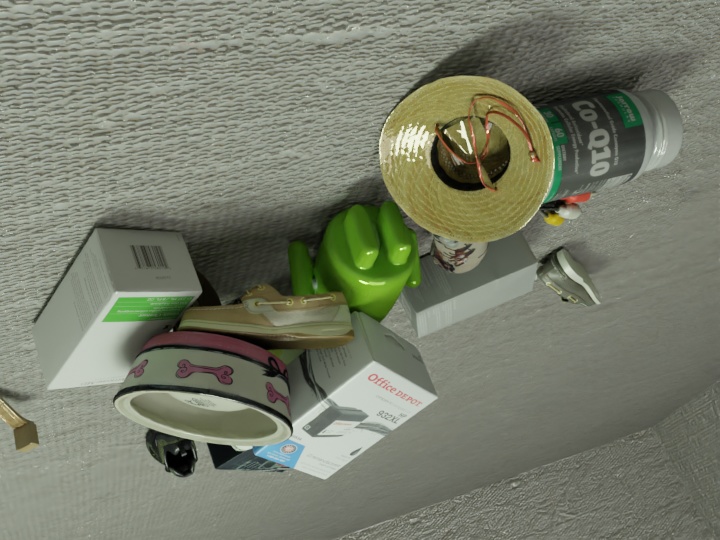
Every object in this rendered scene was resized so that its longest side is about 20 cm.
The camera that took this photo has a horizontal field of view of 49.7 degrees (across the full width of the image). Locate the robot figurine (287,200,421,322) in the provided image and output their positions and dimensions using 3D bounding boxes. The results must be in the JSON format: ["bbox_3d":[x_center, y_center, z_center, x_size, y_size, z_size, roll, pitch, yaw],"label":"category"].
[{"bbox_3d":[0.000,0.000,0.968,0.174,0.117,0.201,-10,151,-21],"label":"robot figurine"}]

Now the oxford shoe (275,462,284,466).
[{"bbox_3d":[-0.059,0.204,1.143,0.201,0.070,0.075,-60,138,-23],"label":"oxford shoe"}]

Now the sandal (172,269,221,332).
[{"bbox_3d":[-0.195,0.082,0.955,0.053,0.081,0.201,-4,134,21],"label":"sandal"}]

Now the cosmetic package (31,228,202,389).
[{"bbox_3d":[-0.274,0.045,0.863,0.107,0.085,0.200,-1,145,-44],"label":"cosmetic package"}]

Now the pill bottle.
[{"bbox_3d":[0.269,-0.150,0.915,0.198,0.114,0.113,-15,153,-18],"label":"pill bottle"}]

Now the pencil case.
[{"bbox_3d":[0.119,-0.066,0.988,0.088,0.079,0.200,-8,155,7],"label":"pencil case"}]

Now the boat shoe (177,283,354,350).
[{"bbox_3d":[-0.105,0.051,0.876,0.198,0.067,0.074,4,158,-23],"label":"boat shoe"}]

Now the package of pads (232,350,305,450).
[{"bbox_3d":[-0.112,0.151,1.105,0.198,0.155,0.068,-24,140,2],"label":"package of pads"}]

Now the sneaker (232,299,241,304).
[{"bbox_3d":[-0.194,0.110,1.061,0.199,0.076,0.076,-27,153,9],"label":"sneaker"}]

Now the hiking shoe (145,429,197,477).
[{"bbox_3d":[-0.313,0.304,1.292,0.075,0.101,0.201,-14,152,-18],"label":"hiking shoe"}]

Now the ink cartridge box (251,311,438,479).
[{"bbox_3d":[-0.026,0.162,0.977,0.200,0.084,0.145,-39,136,17],"label":"ink cartridge box"}]

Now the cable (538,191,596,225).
[{"bbox_3d":[0.257,-0.089,1.058,0.199,0.051,0.097,-17,157,-47],"label":"cable"}]

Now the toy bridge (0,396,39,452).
[{"bbox_3d":[-0.470,0.173,0.957,0.027,0.068,0.200,-25,152,5],"label":"toy bridge"}]

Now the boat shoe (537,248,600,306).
[{"bbox_3d":[0.369,0.022,1.369,0.060,0.073,0.201,-31,147,20],"label":"boat shoe"}]

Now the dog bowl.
[{"bbox_3d":[-0.168,0.134,0.871,0.198,0.074,0.201,6,154,3],"label":"dog bowl"}]

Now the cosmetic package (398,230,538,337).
[{"bbox_3d":[0.159,0.015,1.165,0.198,0.091,0.107,-24,154,-6],"label":"cosmetic package"}]

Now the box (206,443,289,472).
[{"bbox_3d":[-0.130,0.240,1.304,0.199,0.125,0.196,-33,154,18],"label":"box"}]

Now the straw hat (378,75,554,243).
[{"bbox_3d":[0.125,-0.135,0.847,0.201,0.200,0.085,-51,-176,43],"label":"straw hat"}]
